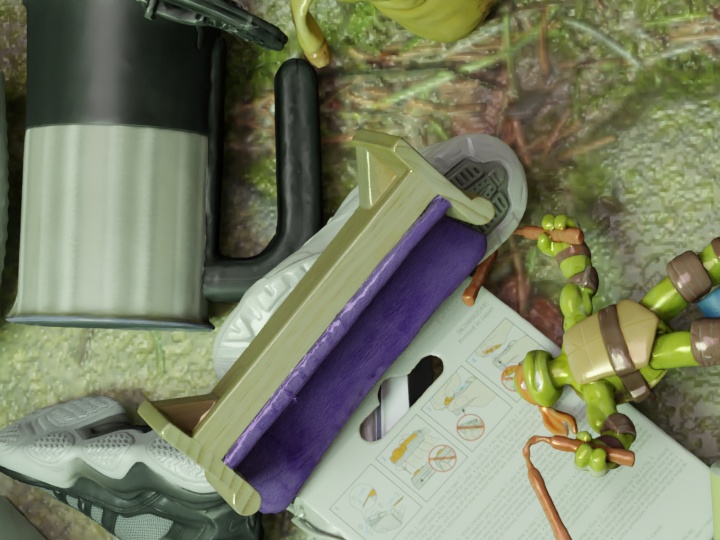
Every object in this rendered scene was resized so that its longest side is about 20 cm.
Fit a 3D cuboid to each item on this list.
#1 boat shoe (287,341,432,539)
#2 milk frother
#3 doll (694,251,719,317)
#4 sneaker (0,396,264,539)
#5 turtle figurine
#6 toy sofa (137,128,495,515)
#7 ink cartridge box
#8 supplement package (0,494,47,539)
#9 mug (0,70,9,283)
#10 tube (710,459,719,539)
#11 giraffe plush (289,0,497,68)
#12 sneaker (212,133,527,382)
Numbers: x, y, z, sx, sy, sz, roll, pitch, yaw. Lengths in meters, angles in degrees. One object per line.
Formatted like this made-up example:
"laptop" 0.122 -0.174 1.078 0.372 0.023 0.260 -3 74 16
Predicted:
"boat shoe" -0.009 0.127 1.340 0.086 0.075 0.203 -2 82 18
"milk frother" -0.117 -0.064 1.324 0.180 0.200 0.189 0 86 14
"doll" 0.238 0.004 1.281 0.136 0.048 0.201 8 87 11
"sneaker" -0.130 0.138 1.374 0.200 0.075 0.114 2 113 40
"turtle figurine" 0.144 0.045 1.260 0.161 0.064 0.201 -23 49 19
"toy sofa" -0.014 0.032 1.237 0.098 0.083 0.200 40 85 -14
"ink cartridge box" 0.079 0.124 1.297 0.200 0.050 0.162 39 74 20
"supplement package" -0.199 0.234 1.350 0.200 0.156 0.111 42 99 16
"mug" -0.292 -0.025 1.419 0.200 0.147 0.176 1 94 48
"tube" 0.216 0.194 1.258 0.058 0.052 0.201 8 109 46
"giraffe plush" 0.048 -0.200 1.258 0.162 0.200 0.173 -7 104 45
"sneaker" 0.000 0.000 1.332 0.200 0.099 0.078 -37 105 -9
